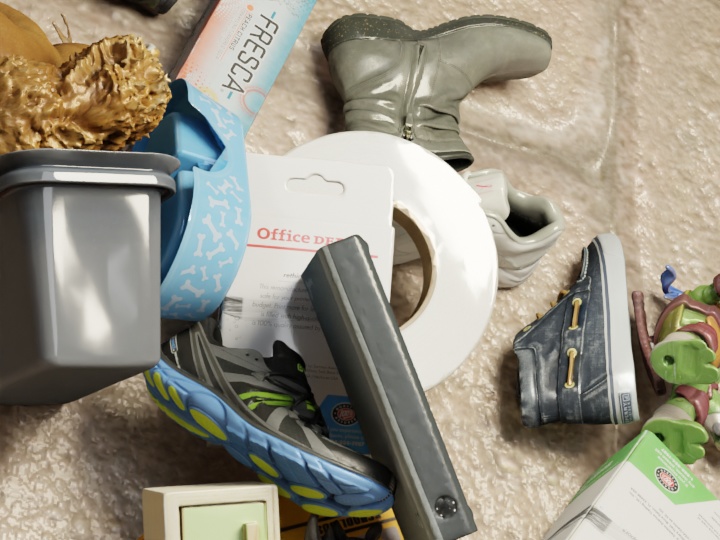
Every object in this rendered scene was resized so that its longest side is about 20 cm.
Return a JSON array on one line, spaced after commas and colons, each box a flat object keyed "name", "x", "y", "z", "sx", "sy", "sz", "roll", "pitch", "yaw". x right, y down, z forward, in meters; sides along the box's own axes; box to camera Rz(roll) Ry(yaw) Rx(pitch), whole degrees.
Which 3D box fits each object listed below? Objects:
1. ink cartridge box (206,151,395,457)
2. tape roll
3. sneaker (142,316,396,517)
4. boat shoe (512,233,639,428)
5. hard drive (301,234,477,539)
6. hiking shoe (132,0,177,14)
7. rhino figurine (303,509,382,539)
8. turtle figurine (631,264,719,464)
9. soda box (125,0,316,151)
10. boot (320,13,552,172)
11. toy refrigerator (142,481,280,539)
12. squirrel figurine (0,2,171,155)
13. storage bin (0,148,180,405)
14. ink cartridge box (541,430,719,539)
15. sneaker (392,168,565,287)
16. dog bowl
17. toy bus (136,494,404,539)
[{"name": "ink cartridge box", "x": -0.040, "y": 0.026, "z": 1.614, "sx": 0.116, "sy": 0.068, "sz": 0.200, "roll": 6, "pitch": 81, "yaw": -6}, {"name": "tape roll", "x": 0.000, "y": 0.000, "z": 1.680, "sx": 0.203, "sy": 0.037, "sz": 0.203, "roll": 1, "pitch": 80, "yaw": -8}, {"name": "sneaker", "x": -0.053, "y": 0.090, "z": 1.509, "sx": 0.200, "sy": 0.071, "sz": 0.083, "roll": 33, "pitch": 66, "yaw": 29}, {"name": "boat shoe", "x": 0.161, "y": 0.042, "z": 1.785, "sx": 0.091, "sy": 0.071, "sz": 0.200, "roll": -5, "pitch": 37, "yaw": 6}, {"name": "hard drive", "x": 0.016, "y": 0.081, "z": 1.508, "sx": 0.033, "sy": 0.140, "sz": 0.200, "roll": -20, "pitch": 85, "yaw": -8}, {"name": "hiking shoe", "x": -0.174, "y": -0.295, "z": 1.769, "sx": 0.101, "sy": 0.076, "sz": 0.200, "roll": 13, "pitch": 59, "yaw": -28}, {"name": "rhino figurine", "x": 0.005, "y": 0.239, "z": 1.541, "sx": 0.087, "sy": 0.060, "sz": 0.200, "roll": -38, "pitch": 115, "yaw": -35}, {"name": "turtle figurine", "x": 0.294, "y": 0.072, "z": 1.780, "sx": 0.200, "sy": 0.144, "sz": 0.194, "roll": 43, "pitch": 31, "yaw": 4}, {"name": "soda box", "x": -0.099, "y": -0.151, "z": 1.741, "sx": 0.068, "sy": 0.064, "sz": 0.200, "roll": 33, "pitch": 53, "yaw": -11}, {"name": "boot", "x": 0.067, "y": -0.130, "z": 1.821, "sx": 0.200, "sy": 0.068, "sz": 0.131, "roll": -1, "pitch": 59, "yaw": -22}, {"name": "toy refrigerator", "x": -0.090, "y": 0.236, "z": 1.474, "sx": 0.076, "sy": 0.070, "sz": 0.200, "roll": -2, "pitch": 87, "yaw": -18}, {"name": "squirrel figurine", "x": -0.213, "y": -0.114, "z": 1.585, "sx": 0.187, "sy": 0.200, "sz": 0.142, "roll": 10, "pitch": 102, "yaw": -44}, {"name": "storage bin", "x": -0.208, "y": 0.010, "z": 1.509, "sx": 0.146, "sy": 0.200, "sz": 0.134, "roll": 2, "pitch": 76, "yaw": -30}, {"name": "ink cartridge box", "x": 0.194, "y": 0.232, "z": 1.668, "sx": 0.146, "sy": 0.084, "sz": 0.200, "roll": 46, "pitch": 41, "yaw": 0}, {"name": "sneaker", "x": 0.065, "y": -0.050, "z": 1.758, "sx": 0.200, "sy": 0.099, "sz": 0.078, "roll": 8, "pitch": 60, "yaw": -27}, {"name": "dog bowl", "x": -0.118, "y": -0.044, "z": 1.579, "sx": 0.050, "sy": 0.111, "sz": 0.200, "roll": 21, "pitch": 33, "yaw": -21}, {"name": "toy bus", "x": -0.054, "y": 0.185, "z": 1.580, "sx": 0.200, "sy": 0.065, "sz": 0.078, "roll": -12, "pitch": 73, "yaw": -35}]
